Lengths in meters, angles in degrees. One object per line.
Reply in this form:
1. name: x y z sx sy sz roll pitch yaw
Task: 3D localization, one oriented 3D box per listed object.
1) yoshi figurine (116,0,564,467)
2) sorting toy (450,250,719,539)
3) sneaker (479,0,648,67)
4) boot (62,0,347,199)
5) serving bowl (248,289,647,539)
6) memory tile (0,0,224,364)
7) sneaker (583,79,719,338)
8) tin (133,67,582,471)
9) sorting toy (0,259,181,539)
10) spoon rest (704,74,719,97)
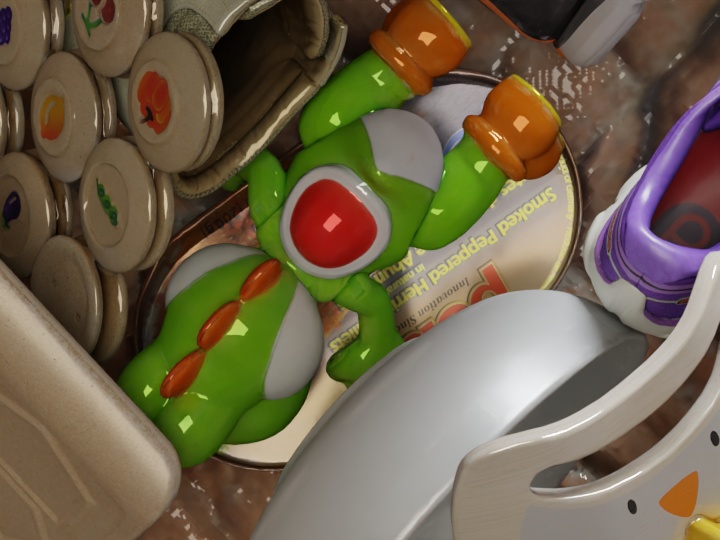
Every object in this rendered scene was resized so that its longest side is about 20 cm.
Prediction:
1. yoshi figurine: -0.018 -0.006 0.926 0.200 0.112 0.112 -47 133 -6
2. sorting toy: 0.105 0.085 0.851 0.200 0.180 0.107 -38 46 -13
3. sneaker: 0.088 -0.169 0.892 0.112 0.078 0.200 30 128 -8
4. boot: -0.052 -0.141 0.911 0.155 0.072 0.201 42 106 46
5. serving bowl: 0.019 0.078 0.905 0.066 0.200 0.200 42 97 14
6. memory tile: -0.122 -0.077 0.913 0.200 0.017 0.154 57 134 31
7. sneaker: 0.163 -0.057 0.862 0.081 0.083 0.200 38 77 8
8. tin: 0.000 0.000 0.976 0.200 0.042 0.112 -35 87 7
9. sorting toy: -0.158 0.044 0.939 0.185 0.200 0.036 47 59 0
10. spoon rest: 0.226 -0.022 0.941 0.199 0.061 0.100 34 97 3
